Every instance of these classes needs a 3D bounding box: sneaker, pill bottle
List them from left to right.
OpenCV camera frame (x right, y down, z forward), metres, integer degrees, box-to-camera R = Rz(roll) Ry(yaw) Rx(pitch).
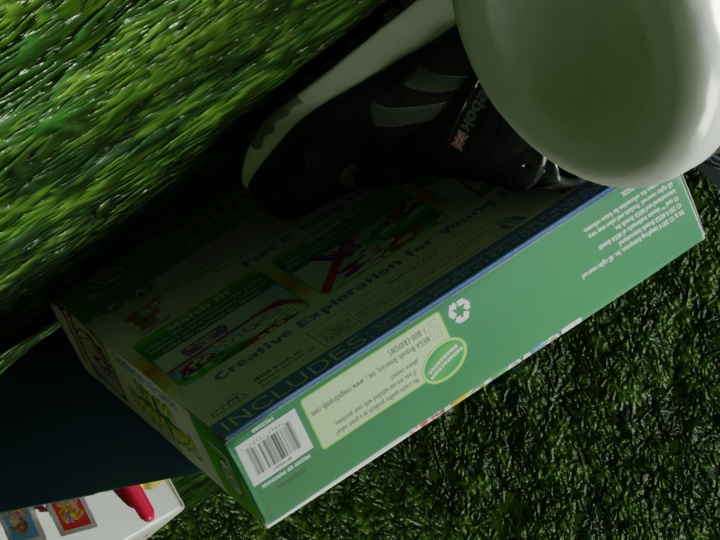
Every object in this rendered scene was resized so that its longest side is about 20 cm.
[{"bbox_3d":[0.036,-0.054,0.948,0.200,0.088,0.076,-37,174,40],"label":"sneaker"},{"bbox_3d":[0.132,-0.115,0.845,0.199,0.113,0.112,-30,174,-34],"label":"pill bottle"}]

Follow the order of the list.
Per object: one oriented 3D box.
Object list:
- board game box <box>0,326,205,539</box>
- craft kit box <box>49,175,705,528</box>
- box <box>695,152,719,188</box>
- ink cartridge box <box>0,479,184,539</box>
[{"bbox_3d":[-0.074,0.058,1.070,0.199,0.039,0.158,-13,-153,25],"label":"board game box"},{"bbox_3d":[0.000,0.000,1.011,0.199,0.049,0.197,-32,-153,-13],"label":"craft kit box"},{"bbox_3d":[0.186,-0.063,1.001,0.199,0.157,0.051,18,-103,46],"label":"box"},{"bbox_3d":[-0.213,0.163,1.500,0.145,0.088,0.200,-29,172,-40],"label":"ink cartridge box"}]
